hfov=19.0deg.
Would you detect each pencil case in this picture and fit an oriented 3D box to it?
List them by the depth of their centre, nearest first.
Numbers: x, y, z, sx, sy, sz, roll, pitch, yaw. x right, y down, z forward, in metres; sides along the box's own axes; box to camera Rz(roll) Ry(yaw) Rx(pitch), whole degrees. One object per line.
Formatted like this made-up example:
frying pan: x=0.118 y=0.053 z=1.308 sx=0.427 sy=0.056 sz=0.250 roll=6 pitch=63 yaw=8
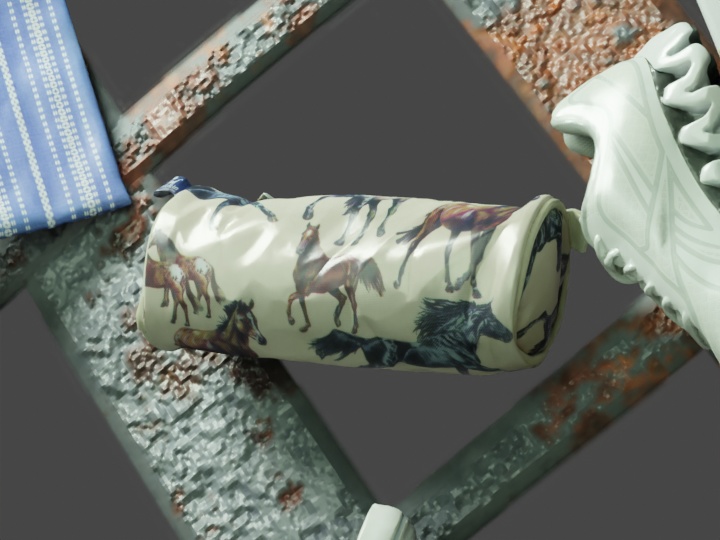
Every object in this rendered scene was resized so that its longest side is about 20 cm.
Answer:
pencil case: x=0.000 y=0.000 z=0.971 sx=0.199 sy=0.078 sz=0.090 roll=3 pitch=48 yaw=23

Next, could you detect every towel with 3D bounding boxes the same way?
towel: x=-0.228 y=-0.074 z=1.063 sx=0.199 sy=0.024 sz=0.145 roll=-14 pitch=69 yaw=-15

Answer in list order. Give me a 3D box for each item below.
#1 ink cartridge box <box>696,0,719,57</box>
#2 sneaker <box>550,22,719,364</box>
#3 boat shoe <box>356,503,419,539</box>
ink cartridge box: x=0.225 y=-0.107 z=0.907 sx=0.145 sy=0.084 sz=0.200 roll=-23 pitch=68 yaw=15
sneaker: x=0.142 y=-0.007 z=0.917 sx=0.081 sy=0.075 sz=0.200 roll=-22 pitch=60 yaw=8
boat shoe: x=0.010 y=0.202 z=0.917 sx=0.068 sy=0.072 sz=0.201 roll=10 pitch=71 yaw=3
